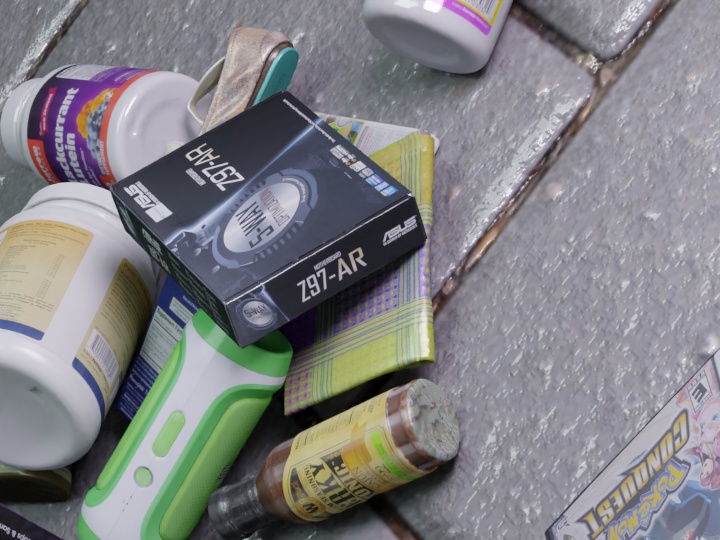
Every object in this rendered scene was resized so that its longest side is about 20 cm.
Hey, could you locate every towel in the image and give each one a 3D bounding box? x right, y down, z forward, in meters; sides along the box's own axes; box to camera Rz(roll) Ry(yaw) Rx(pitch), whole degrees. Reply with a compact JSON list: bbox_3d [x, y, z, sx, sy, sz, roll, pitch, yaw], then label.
[{"bbox_3d":[0.000,0.000,1.764,0.143,0.023,0.201,-25,50,33],"label":"towel"}]

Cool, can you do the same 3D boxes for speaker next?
[{"bbox_3d":[-0.128,0.123,1.760,0.201,0.088,0.088,-59,37,15],"label":"speaker"}]

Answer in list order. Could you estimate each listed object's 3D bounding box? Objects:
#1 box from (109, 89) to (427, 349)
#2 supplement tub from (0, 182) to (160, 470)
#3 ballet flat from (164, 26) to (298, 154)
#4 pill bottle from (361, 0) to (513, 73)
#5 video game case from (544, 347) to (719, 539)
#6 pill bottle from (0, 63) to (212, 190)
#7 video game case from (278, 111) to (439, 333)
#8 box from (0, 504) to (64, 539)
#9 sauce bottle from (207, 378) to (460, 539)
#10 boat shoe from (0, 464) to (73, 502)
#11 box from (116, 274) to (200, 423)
[{"bbox_3d":[-0.070,-0.041,1.753,0.160,0.044,0.200,-30,38,-15],"label":"box"},{"bbox_3d":[-0.244,0.041,1.903,0.144,0.145,0.201,-21,32,36],"label":"supplement tub"},{"bbox_3d":[-0.116,-0.104,1.937,0.067,0.068,0.201,26,91,21],"label":"ballet flat"},{"bbox_3d":[0.082,-0.258,1.823,0.104,0.104,0.201,8,70,48],"label":"pill bottle"},{"bbox_3d":[0.191,0.157,1.432,0.200,0.025,0.181,-50,28,26],"label":"video game case"},{"bbox_3d":[-0.216,-0.116,2.032,0.199,0.111,0.112,9,71,49],"label":"pill bottle"},{"bbox_3d":[-0.042,-0.025,1.860,0.182,0.023,0.201,13,76,50],"label":"video game case"},{"bbox_3d":[-0.295,0.209,1.825,0.142,0.200,0.036,-11,53,41],"label":"box"},{"bbox_3d":[-0.022,0.140,1.695,0.199,0.065,0.065,-29,46,33],"label":"sauce bottle"},{"bbox_3d":[-0.305,0.149,1.984,0.200,0.072,0.066,0,59,40],"label":"boat shoe"},{"bbox_3d":[-0.117,0.042,1.844,0.121,0.032,0.201,38,111,51],"label":"box"}]
